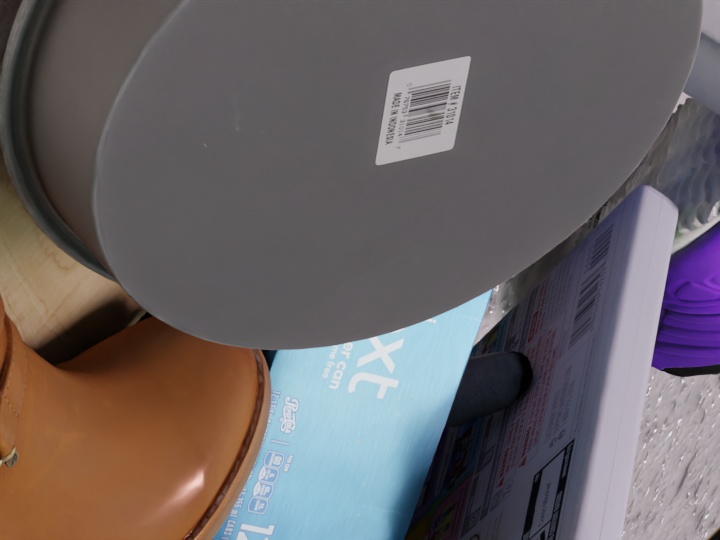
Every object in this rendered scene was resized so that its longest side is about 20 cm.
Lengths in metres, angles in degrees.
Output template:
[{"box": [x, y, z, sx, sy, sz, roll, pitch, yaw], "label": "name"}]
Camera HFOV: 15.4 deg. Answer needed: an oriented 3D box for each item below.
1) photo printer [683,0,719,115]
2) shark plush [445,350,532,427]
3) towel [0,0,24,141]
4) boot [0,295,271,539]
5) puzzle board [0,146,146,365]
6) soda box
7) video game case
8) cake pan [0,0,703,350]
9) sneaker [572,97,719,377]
[{"box": [0.145, -0.127, 0.867, 0.167, 0.200, 0.069, -55, 174, -12], "label": "photo printer"}, {"box": [-0.038, 0.044, 0.934, 0.200, 0.091, 0.083, -39, 133, 5], "label": "shark plush"}, {"box": [-0.117, -0.108, 0.611, 0.133, 0.034, 0.200, -60, 148, -1], "label": "towel"}, {"box": [-0.101, 0.036, 0.734, 0.200, 0.074, 0.155, -43, 145, -32], "label": "boot"}, {"box": [-0.130, 0.001, 0.744, 0.151, 0.017, 0.200, -48, 151, -18], "label": "puzzle board"}, {"box": [0.000, 0.000, 0.859, 0.068, 0.064, 0.200, 15, 101, -25], "label": "soda box"}, {"box": [0.040, 0.085, 0.935, 0.182, 0.022, 0.200, -46, -163, 37], "label": "video game case"}, {"box": [0.006, -0.052, 0.694, 0.200, 0.037, 0.200, -18, 142, -15], "label": "cake pan"}, {"box": [0.148, -0.005, 1.040, 0.200, 0.099, 0.070, 129, -16, -70], "label": "sneaker"}]
